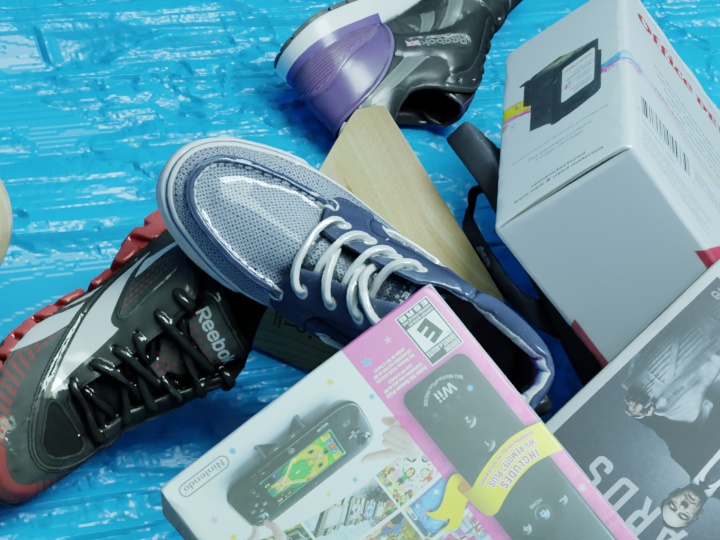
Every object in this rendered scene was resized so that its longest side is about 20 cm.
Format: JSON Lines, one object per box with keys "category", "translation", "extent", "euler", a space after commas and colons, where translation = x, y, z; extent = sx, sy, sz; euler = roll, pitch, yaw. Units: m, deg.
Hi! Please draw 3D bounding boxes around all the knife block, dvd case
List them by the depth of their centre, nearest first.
{"category": "dvd case", "translation": [0.158, 0.098, 0.991], "extent": [0.200, 0.025, 0.150], "euler": [-42, 62, -11]}
{"category": "knife block", "translation": [0.039, 0.020, 1.152], "extent": [0.174, 0.064, 0.201], "euler": [22, 45, 6]}

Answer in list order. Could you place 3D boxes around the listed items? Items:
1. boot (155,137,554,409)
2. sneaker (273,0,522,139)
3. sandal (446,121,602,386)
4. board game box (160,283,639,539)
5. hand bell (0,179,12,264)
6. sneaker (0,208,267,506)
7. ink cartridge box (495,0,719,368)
{"category": "boot", "translation": [0.000, 0.000, 1.011], "extent": [0.199, 0.090, 0.073], "euler": [31, 82, -11]}
{"category": "sneaker", "translation": [0.047, -0.128, 1.305], "extent": [0.199, 0.076, 0.088], "euler": [-29, 74, -31]}
{"category": "sandal", "translation": [0.091, 0.010, 1.148], "extent": [0.043, 0.076, 0.201], "euler": [-30, 74, 11]}
{"category": "board game box", "translation": [0.034, 0.130, 0.906], "extent": [0.147, 0.064, 0.200], "euler": [-37, 79, -13]}
{"category": "hand bell", "translation": [-0.194, 0.026, 1.016], "extent": [0.103, 0.105, 0.200], "euler": [-5, 30, -19]}
{"category": "sneaker", "translation": [-0.110, 0.040, 1.058], "extent": [0.098, 0.071, 0.200], "euler": [7, 43, 46]}
{"category": "ink cartridge box", "translation": [0.145, -0.038, 1.145], "extent": [0.146, 0.083, 0.200], "euler": [50, 23, -21]}
